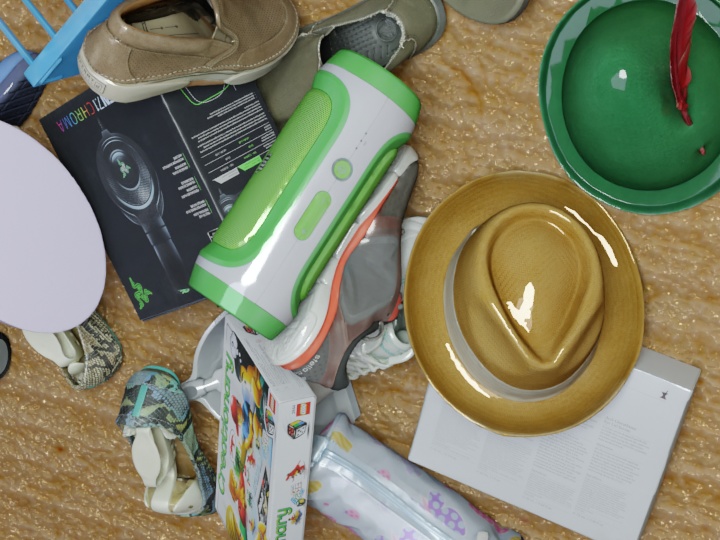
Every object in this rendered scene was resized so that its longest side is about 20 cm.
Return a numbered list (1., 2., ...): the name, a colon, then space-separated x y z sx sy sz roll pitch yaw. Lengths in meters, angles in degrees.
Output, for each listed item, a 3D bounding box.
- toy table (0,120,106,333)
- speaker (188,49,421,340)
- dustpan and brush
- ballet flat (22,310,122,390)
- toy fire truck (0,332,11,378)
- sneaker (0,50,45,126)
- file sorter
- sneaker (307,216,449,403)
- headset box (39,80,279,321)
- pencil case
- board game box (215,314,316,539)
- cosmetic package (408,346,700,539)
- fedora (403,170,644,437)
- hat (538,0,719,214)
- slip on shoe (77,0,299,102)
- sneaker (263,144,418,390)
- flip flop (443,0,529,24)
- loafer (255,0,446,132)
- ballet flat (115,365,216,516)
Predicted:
1. toy table: -0.305 -0.039 1.143 0.116 0.184 0.202 10 134 47
2. speaker: -0.039 -0.054 1.021 0.088 0.088 0.201 32 86 9
3. dustpan and brush: -0.114 0.093 1.234 0.197 0.057 0.141 -12 103 26
4. ballet flat: -0.286 0.018 1.272 0.067 0.075 0.202 -29 95 33
5. toy fire truck: -0.397 0.049 1.259 0.127 0.200 0.179 5 110 21
6. sneaker: -0.353 -0.137 1.249 0.199 0.074 0.083 -36 86 26
7. file sorter: -0.185 -0.243 1.069 0.139 0.200 0.123 -41 87 29
8. sneaker: 0.000 0.049 1.138 0.070 0.081 0.200 24 119 -37
9. headset box: -0.140 -0.068 1.141 0.173 0.092 0.202 -16 103 49
10. pencil case: 0.037 0.203 1.181 0.199 0.091 0.084 35 93 2
11. board game box: -0.080 0.151 1.165 0.126 0.034 0.203 -129 38 -51
12. cosmetic package: 0.151 0.115 1.135 0.198 0.052 0.153 22 116 15
13. fedora: 0.124 0.017 1.043 0.197 0.082 0.204 1 77 -2
14. hat: 0.179 -0.112 0.970 0.163 0.176 0.203 -1 108 23
15. slip on shoe: -0.113 -0.177 1.030 0.076 0.199 0.061 53 136 18
16. sneaker: 0.000 0.000 1.084 0.082 0.202 0.077 37 161 -27
17. flip flop: 0.040 -0.247 1.037 0.200 0.057 0.081 43 135 9
18. loafer: -0.028 -0.159 1.103 0.199 0.070 0.076 -32 94 29
19. ballet flat: -0.170 0.169 1.237 0.073 0.075 0.202 7 138 20
